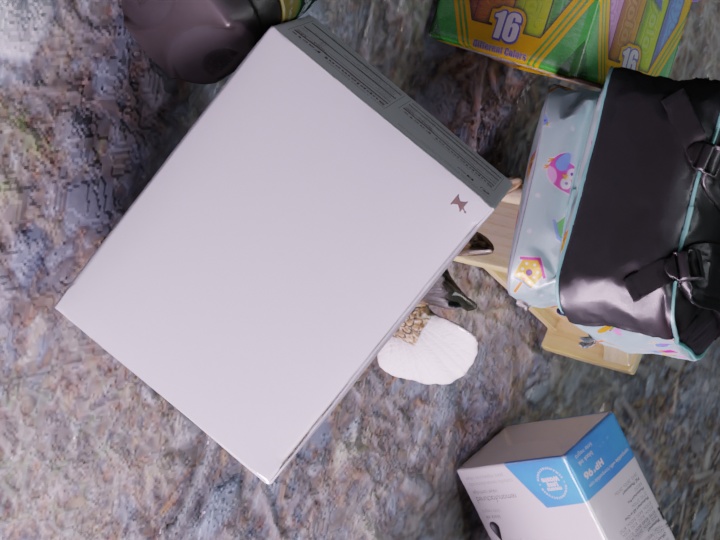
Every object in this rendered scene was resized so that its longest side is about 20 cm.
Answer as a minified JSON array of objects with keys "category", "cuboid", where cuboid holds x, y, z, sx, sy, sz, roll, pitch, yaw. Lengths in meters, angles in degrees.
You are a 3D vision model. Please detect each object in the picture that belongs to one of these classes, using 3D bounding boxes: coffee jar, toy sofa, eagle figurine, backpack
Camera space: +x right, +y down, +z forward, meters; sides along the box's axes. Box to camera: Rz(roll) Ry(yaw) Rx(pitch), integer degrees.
[{"category":"coffee jar","cuboid":[-0.044,-0.192,1.357,0.085,0.104,0.200,48,60,-5]},{"category":"toy sofa","cuboid":[0.146,-0.010,1.725,0.200,0.083,0.098,40,69,-54]},{"category":"eagle figurine","cuboid":[-0.006,-0.005,1.492,0.200,0.151,0.152,-15,129,-62]},{"category":"backpack","cuboid":[0.183,-0.032,1.557,0.200,0.153,0.176,25,74,-65]}]

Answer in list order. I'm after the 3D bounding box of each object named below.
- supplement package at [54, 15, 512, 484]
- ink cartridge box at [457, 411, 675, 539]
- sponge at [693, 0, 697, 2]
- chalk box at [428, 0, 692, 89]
[{"category":"supplement package","cuboid":[-0.040,-0.015,1.326,0.200,0.156,0.111,-51,179,12]},{"category":"ink cartridge box","cuboid":[0.170,0.211,1.767,0.068,0.116,0.200,-38,106,-39]},{"category":"sponge","cuboid":[0.227,-0.289,1.745,0.111,0.030,0.201,-23,124,-46]},{"category":"chalk box","cuboid":[0.151,-0.227,1.591,0.124,0.124,0.201,9,98,-55]}]
